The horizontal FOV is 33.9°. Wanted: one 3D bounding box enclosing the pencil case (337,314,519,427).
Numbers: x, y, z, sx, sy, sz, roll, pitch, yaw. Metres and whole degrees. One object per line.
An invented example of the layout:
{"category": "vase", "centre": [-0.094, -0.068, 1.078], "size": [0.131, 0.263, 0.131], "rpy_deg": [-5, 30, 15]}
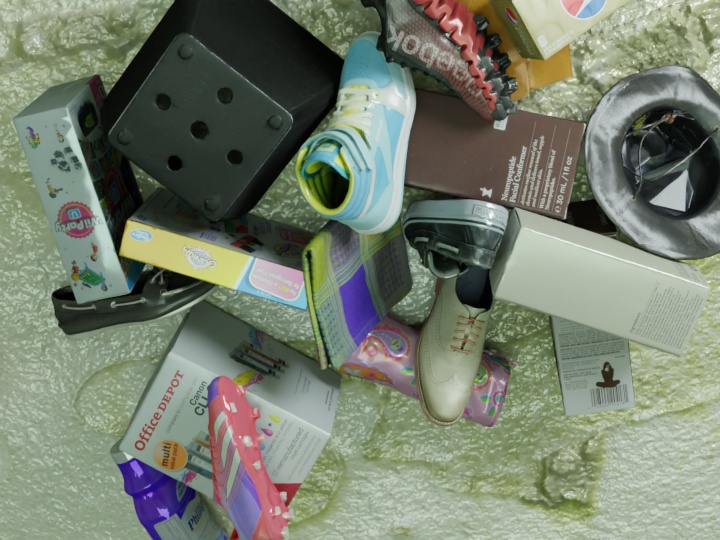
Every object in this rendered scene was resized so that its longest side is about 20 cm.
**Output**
{"category": "pencil case", "centre": [0.073, 0.106, 1.324], "size": [0.198, 0.088, 0.088], "rpy_deg": [20, 112, -4]}

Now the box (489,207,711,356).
{"category": "box", "centre": [0.232, 0.011, 1.158], "size": [0.198, 0.068, 0.083], "rpy_deg": [19, 110, -5]}

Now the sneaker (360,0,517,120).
{"category": "sneaker", "centre": [0.072, -0.218, 1.133], "size": [0.097, 0.071, 0.201], "rpy_deg": [-27, 114, 29]}

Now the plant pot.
{"category": "plant pot", "centre": [-0.143, -0.164, 1.181], "size": [0.199, 0.178, 0.200], "rpy_deg": [37, 109, -11]}

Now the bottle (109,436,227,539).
{"category": "bottle", "centre": [-0.230, 0.285, 1.420], "size": [0.065, 0.084, 0.201], "rpy_deg": [-24, 107, 14]}

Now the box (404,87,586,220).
{"category": "box", "centre": [0.123, -0.121, 1.208], "size": [0.198, 0.075, 0.101], "rpy_deg": [12, 94, 9]}

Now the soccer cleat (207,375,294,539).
{"category": "soccer cleat", "centre": [-0.132, 0.205, 1.235], "size": [0.076, 0.067, 0.201], "rpy_deg": [-13, 112, 14]}

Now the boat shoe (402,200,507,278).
{"category": "boat shoe", "centre": [0.084, -0.029, 1.198], "size": [0.072, 0.200, 0.072], "rpy_deg": [18, 84, -13]}

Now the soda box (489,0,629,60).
{"category": "soda box", "centre": [0.228, -0.285, 1.129], "size": [0.199, 0.064, 0.068], "rpy_deg": [-35, 107, -4]}

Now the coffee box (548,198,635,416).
{"category": "coffee box", "centre": [0.241, 0.038, 1.266], "size": [0.079, 0.115, 0.202], "rpy_deg": [-8, 110, 7]}

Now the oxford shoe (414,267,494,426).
{"category": "oxford shoe", "centre": [0.103, 0.064, 1.256], "size": [0.070, 0.074, 0.202], "rpy_deg": [10, 78, -10]}

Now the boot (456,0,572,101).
{"category": "boot", "centre": [0.112, -0.237, 1.187], "size": [0.199, 0.071, 0.145], "rpy_deg": [-8, 111, 3]}

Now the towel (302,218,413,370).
{"category": "towel", "centre": [0.000, 0.000, 1.232], "size": [0.023, 0.200, 0.145], "rpy_deg": [2, 113, 28]}

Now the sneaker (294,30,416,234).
{"category": "sneaker", "centre": [-0.007, -0.139, 1.130], "size": [0.079, 0.130, 0.202], "rpy_deg": [-2, 87, 28]}

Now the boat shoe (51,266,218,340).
{"category": "boat shoe", "centre": [-0.258, 0.027, 1.326], "size": [0.198, 0.067, 0.057], "rpy_deg": [-17, 115, 15]}

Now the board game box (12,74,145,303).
{"category": "board game box", "centre": [-0.284, -0.088, 1.239], "size": [0.064, 0.148, 0.202], "rpy_deg": [-12, 111, 7]}

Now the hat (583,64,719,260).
{"category": "hat", "centre": [0.307, -0.103, 1.209], "size": [0.199, 0.081, 0.203], "rpy_deg": [1, 84, -12]}

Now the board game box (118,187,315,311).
{"category": "board game box", "centre": [-0.139, -0.026, 1.247], "size": [0.198, 0.153, 0.041], "rpy_deg": [17, 106, -2]}

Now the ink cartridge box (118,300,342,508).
{"category": "ink cartridge box", "centre": [-0.144, 0.158, 1.328], "size": [0.199, 0.145, 0.146], "rpy_deg": [28, 112, -6]}
